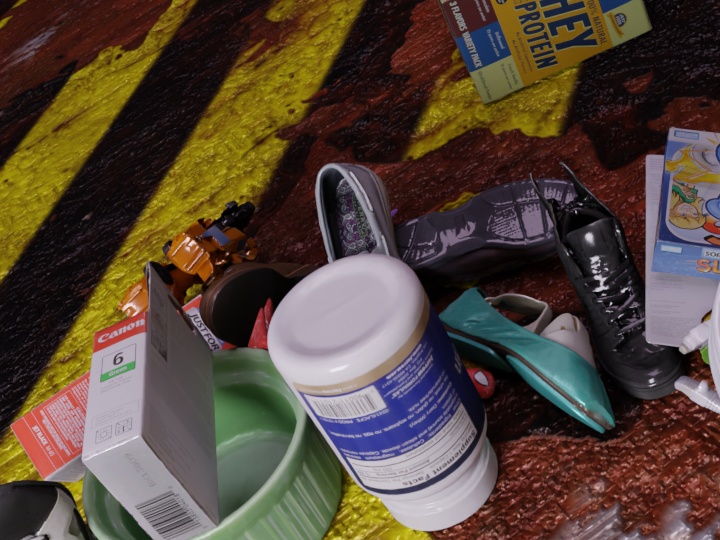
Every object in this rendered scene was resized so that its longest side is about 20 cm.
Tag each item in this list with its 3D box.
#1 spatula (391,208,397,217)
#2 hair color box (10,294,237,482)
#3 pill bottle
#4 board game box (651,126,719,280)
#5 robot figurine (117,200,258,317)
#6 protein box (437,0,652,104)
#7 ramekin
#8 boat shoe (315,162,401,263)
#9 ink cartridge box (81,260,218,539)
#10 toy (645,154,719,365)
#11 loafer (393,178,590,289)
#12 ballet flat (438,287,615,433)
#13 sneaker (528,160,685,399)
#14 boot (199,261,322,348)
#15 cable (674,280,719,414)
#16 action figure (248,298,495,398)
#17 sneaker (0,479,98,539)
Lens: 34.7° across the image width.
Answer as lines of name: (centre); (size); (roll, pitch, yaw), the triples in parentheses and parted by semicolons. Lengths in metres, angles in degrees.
spatula: (-0.010, 0.014, 1.103); (0.057, 0.021, 0.200); (-30, 30, 49)
hair color box: (-0.204, 0.110, 1.046); (0.200, 0.111, 0.064); (-34, 80, -6)
pill bottle: (0.024, 0.094, 0.835); (0.116, 0.200, 0.116); (-18, 38, 15)
board game box: (0.328, -0.043, 0.869); (0.200, 0.034, 0.135); (8, 47, 12)
robot figurine: (-0.160, -0.002, 1.128); (0.145, 0.058, 0.200); (-45, -2, 13)
protein box: (0.184, -0.321, 1.275); (0.198, 0.135, 0.200); (-23, 36, 9)
ramekin: (-0.112, 0.168, 0.928); (0.200, 0.098, 0.200); (-19, 38, 15)
boat shoe: (0.001, -0.001, 1.000); (0.070, 0.072, 0.201); (-24, 72, 28)
ink cartridge box: (-0.155, 0.095, 0.867); (0.050, 0.109, 0.200); (-24, 37, 8)
toy: (0.278, -0.006, 0.896); (0.115, 0.047, 0.200); (5, 46, 8)
loafer: (0.117, -0.029, 1.039); (0.200, 0.063, 0.072); (-15, 55, 15)
ballet flat: (0.136, 0.057, 0.908); (0.070, 0.067, 0.200); (-53, 38, -7)
sneaker: (0.190, 0.004, 0.907); (0.060, 0.104, 0.200); (-24, 36, 7)
boot: (-0.101, 0.025, 1.029); (0.075, 0.074, 0.200); (13, 9, 20)
cable: (0.328, 0.042, 0.744); (0.200, 0.069, 0.200); (-48, 58, -6)
action figure: (0.013, 0.068, 0.937); (0.065, 0.200, 0.052); (-65, -6, -84)
sneaker: (-0.232, 0.225, 0.869); (0.074, 0.200, 0.089); (-25, 55, -2)
